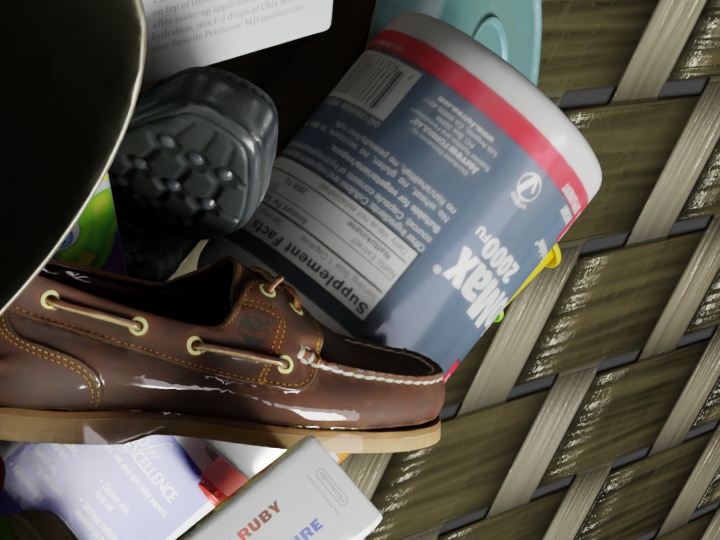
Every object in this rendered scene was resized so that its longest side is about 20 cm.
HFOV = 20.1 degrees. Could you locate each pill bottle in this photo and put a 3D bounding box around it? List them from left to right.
[{"bbox_3d":[0.000,0.000,0.880,0.200,0.119,0.120,-51,153,-6],"label":"pill bottle"}]

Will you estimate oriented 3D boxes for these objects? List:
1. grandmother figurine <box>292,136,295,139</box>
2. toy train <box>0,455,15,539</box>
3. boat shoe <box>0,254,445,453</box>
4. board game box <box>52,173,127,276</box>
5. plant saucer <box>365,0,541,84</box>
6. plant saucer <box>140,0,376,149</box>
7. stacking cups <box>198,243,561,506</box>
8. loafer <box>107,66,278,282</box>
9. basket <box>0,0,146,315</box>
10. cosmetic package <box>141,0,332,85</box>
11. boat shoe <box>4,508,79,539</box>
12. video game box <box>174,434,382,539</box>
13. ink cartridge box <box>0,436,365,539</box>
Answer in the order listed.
[{"bbox_3d":[0.013,-0.041,1.053,0.200,0.060,0.122,20,62,-70],"label":"grandmother figurine"},{"bbox_3d":[-0.172,0.089,0.828,0.084,0.116,0.201,24,94,-33],"label":"toy train"},{"bbox_3d":[-0.053,0.030,0.760,0.199,0.070,0.071,5,97,-30],"label":"boat shoe"},{"bbox_3d":[-0.164,-0.043,0.757,0.103,0.105,0.200,-37,149,-24],"label":"board game box"},{"bbox_3d":[0.052,-0.097,1.020,0.200,0.027,0.201,11,90,-68],"label":"plant saucer"},{"bbox_3d":[-0.058,-0.122,0.909,0.200,0.029,0.200,-38,150,-26],"label":"plant saucer"},{"bbox_3d":[0.009,0.044,0.954,0.200,0.060,0.061,-46,152,-15],"label":"stacking cups"},{"bbox_3d":[-0.072,-0.047,0.817,0.071,0.068,0.201,-61,-171,-19],"label":"loafer"},{"bbox_3d":[-0.190,-0.070,0.580,0.180,0.200,0.136,-45,153,-10],"label":"basket"},{"bbox_3d":[-0.061,-0.180,0.752,0.101,0.071,0.201,-21,132,-36],"label":"cosmetic package"},{"bbox_3d":[-0.105,0.170,0.927,0.063,0.073,0.200,-37,132,-15],"label":"boat shoe"},{"bbox_3d":[-0.090,0.147,0.766,0.182,0.047,0.200,-41,177,-18],"label":"video game box"},{"bbox_3d":[-0.118,0.138,0.971,0.200,0.047,0.198,-43,123,-13],"label":"ink cartridge box"}]
